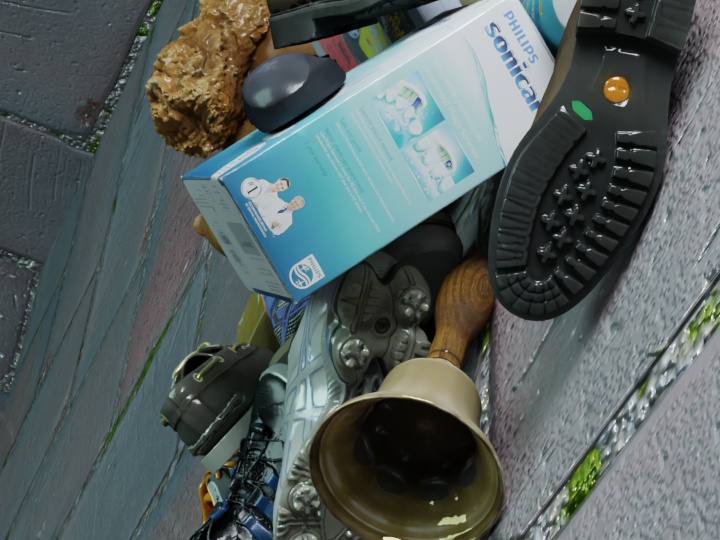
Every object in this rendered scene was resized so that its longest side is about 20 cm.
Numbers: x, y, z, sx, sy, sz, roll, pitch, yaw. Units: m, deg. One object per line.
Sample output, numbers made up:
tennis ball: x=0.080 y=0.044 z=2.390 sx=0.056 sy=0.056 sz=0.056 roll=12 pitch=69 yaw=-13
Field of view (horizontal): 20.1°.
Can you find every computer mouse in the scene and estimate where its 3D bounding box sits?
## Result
computer mouse: x=-0.039 y=-0.115 z=1.193 sx=0.058 sy=0.034 sz=0.200 roll=-31 pitch=8 yaw=6

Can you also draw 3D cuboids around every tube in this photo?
tube: x=0.114 y=-0.151 z=1.184 sx=0.078 sy=0.050 sz=0.200 roll=-62 pitch=8 yaw=-2

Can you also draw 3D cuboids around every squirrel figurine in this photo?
squirrel figurine: x=-0.081 y=-0.108 z=1.545 sx=0.188 sy=0.199 sz=0.141 roll=-57 pitch=21 yaw=-1

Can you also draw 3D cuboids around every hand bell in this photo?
hand bell: x=0.047 y=0.050 z=1.111 sx=0.104 sy=0.103 sz=0.201 roll=-59 pitch=4 yaw=37

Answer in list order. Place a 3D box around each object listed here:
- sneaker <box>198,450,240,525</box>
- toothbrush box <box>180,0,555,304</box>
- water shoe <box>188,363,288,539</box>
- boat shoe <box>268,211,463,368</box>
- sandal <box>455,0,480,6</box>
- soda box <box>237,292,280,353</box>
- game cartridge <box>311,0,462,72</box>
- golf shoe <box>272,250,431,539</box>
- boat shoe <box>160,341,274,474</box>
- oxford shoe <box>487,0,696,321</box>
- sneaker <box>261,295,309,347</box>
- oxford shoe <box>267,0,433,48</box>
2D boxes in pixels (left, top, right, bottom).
sneaker: x=-0.070 y=0.145 z=1.401 sx=0.078 sy=0.077 sz=0.202 roll=133 pitch=157 yaw=-64
toothbrush box: x=0.009 y=-0.071 z=1.175 sx=0.199 sy=0.086 sz=0.146 roll=-34 pitch=10 yaw=-11
water shoe: x=-0.063 y=0.158 z=1.250 sx=0.071 sy=0.078 sz=0.202 roll=-3 pitch=85 yaw=56
boat shoe: x=0.009 y=0.043 z=1.274 sx=0.200 sy=0.074 sz=0.069 roll=-54 pitch=40 yaw=44
sandal: x=0.057 y=-0.153 z=1.371 sx=0.054 sy=0.081 sz=0.200 roll=-29 pitch=-7 yaw=-22
soda box: x=-0.024 y=-0.014 z=1.479 sx=0.068 sy=0.063 sz=0.201 roll=-96 pitch=29 yaw=-63
game cartridge: x=0.014 y=-0.165 z=1.335 sx=0.201 sy=0.041 sz=0.133 roll=59 pitch=146 yaw=11
golf shoe: x=-0.013 y=0.082 z=1.210 sx=0.097 sy=0.078 sz=0.202 roll=34 pitch=111 yaw=63
boat shoe: x=-0.096 y=0.079 z=1.382 sx=0.072 sy=0.060 sz=0.202 roll=-48 pitch=6 yaw=8
oxford shoe: x=0.118 y=-0.069 z=1.016 sx=0.084 sy=0.072 sz=0.202 roll=68 pitch=-136 yaw=-87
sneaker: x=0.000 y=0.000 z=1.370 sx=0.200 sy=0.075 sz=0.079 roll=-54 pitch=36 yaw=45
oxford shoe: x=0.008 y=-0.194 z=1.223 sx=0.199 sy=0.072 sz=0.085 roll=-10 pitch=95 yaw=43
